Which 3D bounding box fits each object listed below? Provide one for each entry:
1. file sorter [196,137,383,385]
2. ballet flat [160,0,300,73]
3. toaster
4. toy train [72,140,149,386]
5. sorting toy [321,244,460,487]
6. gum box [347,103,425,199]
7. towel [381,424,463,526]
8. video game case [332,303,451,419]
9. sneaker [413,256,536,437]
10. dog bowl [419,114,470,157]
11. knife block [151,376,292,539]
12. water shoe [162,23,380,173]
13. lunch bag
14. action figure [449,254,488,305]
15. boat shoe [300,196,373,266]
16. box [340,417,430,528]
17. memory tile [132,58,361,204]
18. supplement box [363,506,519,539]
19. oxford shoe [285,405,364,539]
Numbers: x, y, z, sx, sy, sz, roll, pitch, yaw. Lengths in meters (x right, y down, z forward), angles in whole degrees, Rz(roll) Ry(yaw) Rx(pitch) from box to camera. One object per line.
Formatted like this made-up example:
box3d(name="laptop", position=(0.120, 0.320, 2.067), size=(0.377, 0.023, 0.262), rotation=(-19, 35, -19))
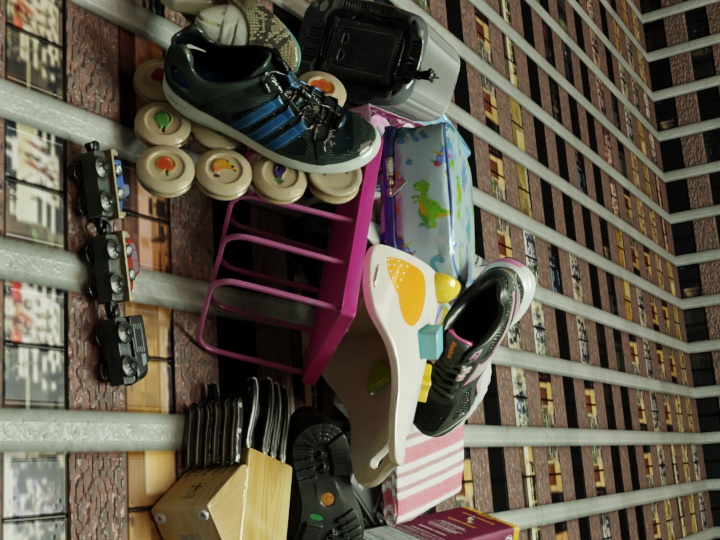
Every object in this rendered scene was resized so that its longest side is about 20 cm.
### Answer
box3d(name="file sorter", position=(-0.068, -0.024, 0.913), size=(0.124, 0.139, 0.201), rotation=(16, 55, -9))
box3d(name="ballet flat", position=(-0.138, -0.234, 0.887), size=(0.075, 0.068, 0.200), rotation=(-8, 47, -48))
box3d(name="toaster", position=(0.029, -0.238, 1.130), size=(0.129, 0.199, 0.115), rotation=(10, 97, -60))
box3d(name="toy train", position=(-0.201, -0.006, 0.802), size=(0.046, 0.034, 0.202), rotation=(-2, 82, -64))
box3d(name="sorting toy", position=(0.023, 0.104, 0.921), size=(0.106, 0.200, 0.181), rotation=(11, 65, -12))
box3d(name="gum box", position=(0.013, -0.132, 1.144), size=(0.200, 0.113, 0.067), rotation=(5, 77, -60))
box3d(name="towel", position=(0.069, 0.167, 1.085), size=(0.146, 0.030, 0.202), rotation=(-5, 96, -53))
box3d(name="video game case", position=(0.054, 0.107, 1.104), size=(0.182, 0.022, 0.201), rotation=(50, 51, -41))
box3d(name="sneaker", position=(0.097, 0.077, 0.979), size=(0.086, 0.080, 0.201), rotation=(-11, 126, -66))
box3d(name="dog bowl", position=(0.084, -0.203, 1.312), size=(0.200, 0.049, 0.112), rotation=(40, 19, -48))
box3d(name="knife block", position=(-0.100, 0.203, 0.879), size=(0.176, 0.064, 0.201), rotation=(-42, 117, -56))
box3d(name="water shoe", position=(-0.074, -0.144, 0.838), size=(0.079, 0.199, 0.072), rotation=(113, -7, -56))
box3d(name="lunch bag", position=(0.072, -0.052, 1.006), size=(0.200, 0.082, 0.162), rotation=(42, 45, -73))
box3d(name="action figure", position=(0.100, -0.060, 1.285), size=(0.193, 0.104, 0.202), rotation=(47, 47, -63))
box3d(name="boat shoe", position=(0.000, 0.000, 1.116), size=(0.200, 0.074, 0.062), rotation=(53, 36, -36))
box3d(name="box", position=(0.033, 0.223, 1.130), size=(0.161, 0.044, 0.201), rotation=(62, 33, -28))
box3d(name="memory tile", position=(-0.102, -0.126, 0.876), size=(0.017, 0.198, 0.154), rotation=(115, -28, -55))
box3d(name="supplement box", position=(0.072, 0.329, 1.041), size=(0.199, 0.085, 0.111), rotation=(0, 95, -42))
box3d(name="oxford shoe", position=(-0.040, 0.226, 0.968), size=(0.084, 0.072, 0.202), rotation=(-138, -134, -67))
